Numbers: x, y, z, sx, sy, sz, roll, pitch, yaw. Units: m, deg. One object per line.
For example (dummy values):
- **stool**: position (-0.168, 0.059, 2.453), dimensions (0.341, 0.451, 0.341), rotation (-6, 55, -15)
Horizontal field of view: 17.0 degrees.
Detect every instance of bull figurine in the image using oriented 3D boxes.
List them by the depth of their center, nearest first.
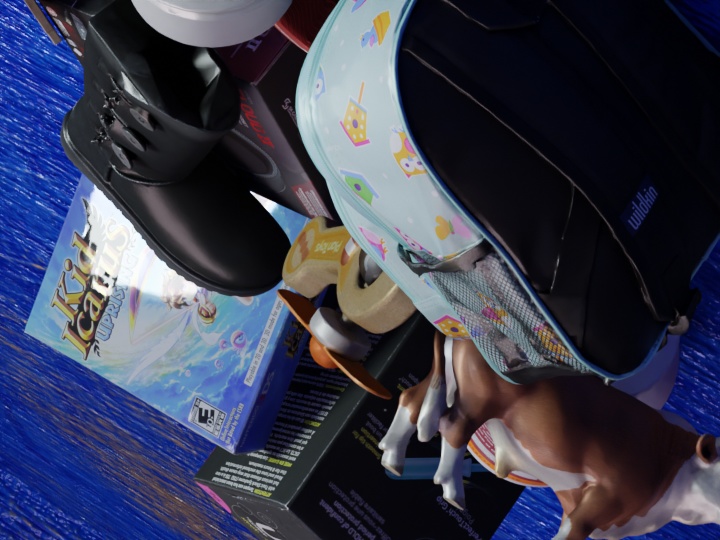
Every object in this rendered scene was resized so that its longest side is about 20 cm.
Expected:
- **bull figurine**: position (0.110, 0.099, 1.285), dimensions (0.200, 0.122, 0.065), rotation (36, 169, -5)

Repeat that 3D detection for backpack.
- **backpack**: position (0.069, -0.067, 1.102), dimensions (0.153, 0.176, 0.200), rotation (3, 140, 54)

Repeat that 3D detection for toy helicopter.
- **toy helicopter**: position (0.000, 0.000, 1.308), dimensions (0.079, 0.133, 0.200), rotation (27, 169, -19)

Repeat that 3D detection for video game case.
- **video game case**: position (-0.108, -0.011, 1.563), dimensions (0.181, 0.201, 0.045), rotation (28, -166, 25)

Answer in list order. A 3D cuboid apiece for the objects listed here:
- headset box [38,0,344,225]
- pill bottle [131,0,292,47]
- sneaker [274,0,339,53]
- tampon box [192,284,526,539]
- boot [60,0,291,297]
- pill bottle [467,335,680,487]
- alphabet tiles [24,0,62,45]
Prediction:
- **headset box**: position (-0.073, -0.115, 1.412), dimensions (0.200, 0.077, 0.149), rotation (26, 160, 33)
- **pill bottle**: position (-0.073, -0.192, 1.125), dimensions (0.114, 0.115, 0.200), rotation (32, 158, 13)
- **sneaker**: position (0.012, -0.107, 1.271), dimensions (0.200, 0.078, 0.116), rotation (36, 162, 4)
- **tampon box**: position (0.019, 0.114, 1.622), dimensions (0.150, 0.200, 0.126), rotation (46, 160, -28)
- **boot**: position (-0.091, -0.067, 1.350), dimensions (0.165, 0.066, 0.200), rotation (36, 158, -2)
- **pill bottle**: position (0.122, 0.056, 1.421), dimensions (0.113, 0.113, 0.200), rotation (35, 163, 3)
- **alphabet tiles**: position (-0.236, -0.222, 1.415), dimensions (0.200, 0.008, 0.167), rotation (53, 176, 46)
